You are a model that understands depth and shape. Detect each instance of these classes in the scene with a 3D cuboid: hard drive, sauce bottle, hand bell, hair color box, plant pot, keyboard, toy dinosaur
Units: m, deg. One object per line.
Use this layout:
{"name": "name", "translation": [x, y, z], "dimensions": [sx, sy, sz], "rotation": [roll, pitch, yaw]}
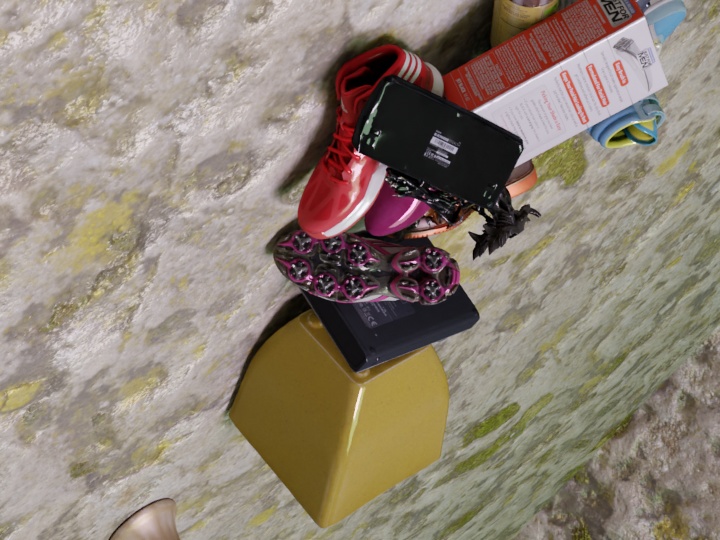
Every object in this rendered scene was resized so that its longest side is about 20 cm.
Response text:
{"name": "hard drive", "translation": [0.030, 0.024, 1.568], "dimensions": [0.199, 0.140, 0.033], "rotation": [-17, 157, -46]}
{"name": "sauce bottle", "translation": [0.160, -0.236, 1.415], "dimensions": [0.064, 0.065, 0.201], "rotation": [-34, 158, -16]}
{"name": "hand bell", "translation": [-0.216, 0.393, 1.755], "dimensions": [0.104, 0.200, 0.104], "rotation": [-34, 158, -16]}
{"name": "hair color box", "translation": [0.188, -0.183, 1.377], "dimensions": [0.198, 0.064, 0.111], "rotation": [-27, 143, 9]}
{"name": "plant pot", "translation": [-0.014, 0.132, 1.643], "dimensions": [0.194, 0.194, 0.201], "rotation": [-26, 148, -32]}
{"name": "keyboard", "translation": [0.062, -0.112, 1.334], "dimensions": [0.199, 0.040, 0.105], "rotation": [21, 102, -41]}
{"name": "toy dinosaur", "translation": [0.120, -0.089, 1.524], "dimensions": [0.199, 0.136, 0.102], "rotation": [-34, 180, 14]}

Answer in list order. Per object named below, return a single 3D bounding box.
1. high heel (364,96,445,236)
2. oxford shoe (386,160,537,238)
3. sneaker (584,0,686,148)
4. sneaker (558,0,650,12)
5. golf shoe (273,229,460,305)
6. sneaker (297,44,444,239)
{"name": "high heel", "translation": [0.068, -0.123, 1.454], "dimensions": [0.200, 0.067, 0.096], "rotation": [-45, 163, 0]}
{"name": "oxford shoe", "translation": [0.104, -0.099, 1.595], "dimensions": [0.199, 0.071, 0.073], "rotation": [-27, 123, -19]}
{"name": "sneaker", "translation": [0.325, -0.218, 1.628], "dimensions": [0.200, 0.131, 0.080], "rotation": [-42, 156, -1]}
{"name": "sneaker", "translation": [0.269, -0.301, 1.460], "dimensions": [0.199, 0.079, 0.079], "rotation": [-36, 155, 15]}
{"name": "golf shoe", "translation": [0.000, 0.000, 1.496], "dimensions": [0.092, 0.197, 0.074], "rotation": [-177, -83, -75]}
{"name": "sneaker", "translation": [-0.015, -0.129, 1.333], "dimensions": [0.201, 0.078, 0.115], "rotation": [-56, 147, 4]}
